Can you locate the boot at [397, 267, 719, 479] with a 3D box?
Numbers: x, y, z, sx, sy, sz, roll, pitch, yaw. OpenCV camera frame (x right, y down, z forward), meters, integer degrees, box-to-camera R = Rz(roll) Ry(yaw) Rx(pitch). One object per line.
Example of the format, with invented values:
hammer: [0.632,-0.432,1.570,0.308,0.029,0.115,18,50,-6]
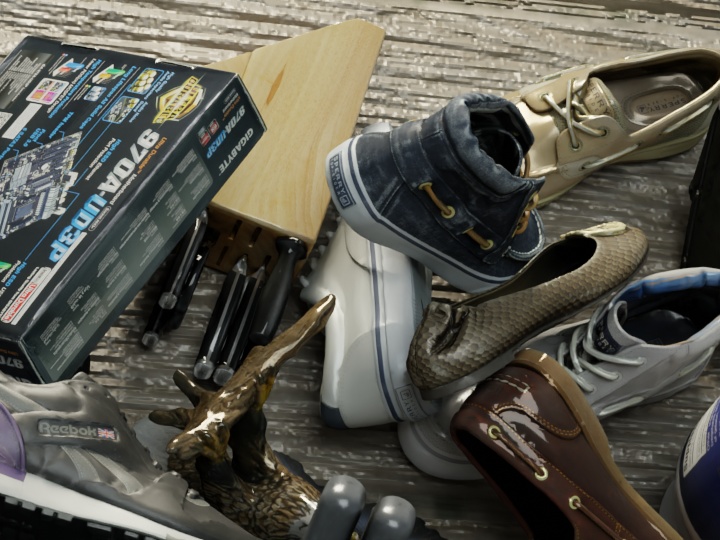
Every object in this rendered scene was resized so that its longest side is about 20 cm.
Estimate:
boot: [0.117,0.048,1.577,0.200,0.096,0.074,-21,70,-27]

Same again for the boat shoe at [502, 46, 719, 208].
boat shoe: [0.127,-0.088,1.673,0.199,0.065,0.072,-16,68,-24]

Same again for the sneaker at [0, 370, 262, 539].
sneaker: [-0.122,0.094,1.379,0.200,0.076,0.088,22,62,-16]

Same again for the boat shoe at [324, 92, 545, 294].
boat shoe: [0.070,-0.040,1.547,0.200,0.091,0.071,16,56,-58]

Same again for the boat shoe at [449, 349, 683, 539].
boat shoe: [0.117,0.140,1.520,0.070,0.070,0.200,-42,100,-36]

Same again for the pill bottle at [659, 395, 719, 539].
pill bottle: [0.236,0.103,1.524,0.115,0.200,0.116,7,60,-13]

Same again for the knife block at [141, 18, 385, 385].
knife block: [-0.044,-0.032,1.587,0.200,0.064,0.176,-20,71,-27]

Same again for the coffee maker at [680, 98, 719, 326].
coffee maker: [0.305,-0.043,1.634,0.199,0.192,0.135,1,46,-20]

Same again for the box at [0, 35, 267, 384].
box: [-0.167,-0.033,1.495,0.159,0.046,0.200,12,53,37]

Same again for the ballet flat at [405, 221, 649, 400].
ballet flat: [0.089,0.011,1.542,0.200,0.067,0.046,-32,99,-43]

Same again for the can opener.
can opener: [-0.031,0.199,1.396,0.053,0.200,0.067,23,22,2]

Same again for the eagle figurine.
eagle figurine: [-0.029,0.143,1.476,0.151,0.151,0.200,-27,112,9]

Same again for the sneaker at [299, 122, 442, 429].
sneaker: [0.000,0.000,1.581,0.071,0.073,0.200,-13,47,11]

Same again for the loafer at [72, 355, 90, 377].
loafer: [-0.205,0.105,1.464,0.070,0.068,0.201,8,59,27]
